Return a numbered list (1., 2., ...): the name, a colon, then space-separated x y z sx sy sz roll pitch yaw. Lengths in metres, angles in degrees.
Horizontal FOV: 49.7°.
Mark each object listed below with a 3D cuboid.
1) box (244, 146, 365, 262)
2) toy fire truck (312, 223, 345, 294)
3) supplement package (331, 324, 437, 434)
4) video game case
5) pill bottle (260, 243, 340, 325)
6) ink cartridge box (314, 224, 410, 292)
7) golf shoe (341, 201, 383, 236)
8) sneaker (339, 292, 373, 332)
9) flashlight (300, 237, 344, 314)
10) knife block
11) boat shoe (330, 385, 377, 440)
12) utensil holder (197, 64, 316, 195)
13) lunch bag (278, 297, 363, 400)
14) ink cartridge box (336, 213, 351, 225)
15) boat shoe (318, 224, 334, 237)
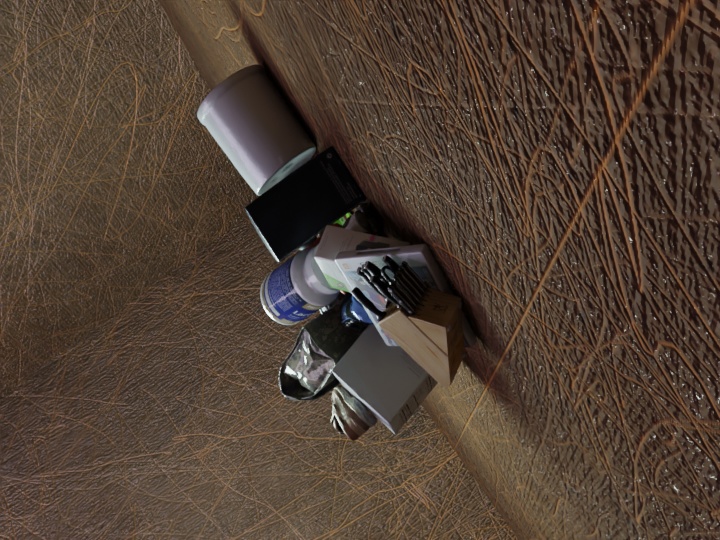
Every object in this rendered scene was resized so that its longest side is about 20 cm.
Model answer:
1. box: -0.111 -0.121 1.478 0.125 0.197 0.200 54 174 -5
2. toy fire truck: 0.000 0.000 1.585 0.199 0.114 0.167 36 174 -40
3. supplement package: 0.071 0.180 1.501 0.151 0.201 0.151 38 170 18
4. video game case: 0.072 0.046 1.243 0.179 0.023 0.202 -3 130 41
5. pill bottle: -0.105 0.024 1.508 0.117 0.115 0.199 55 141 -3
6. ink cartridge box: 0.032 -0.003 1.322 0.195 0.069 0.118 14 156 22
7. golf shoe: -0.002 -0.056 1.460 0.078 0.094 0.201 51 175 22
8. sneaker: 0.000 0.080 1.424 0.068 0.080 0.200 16 -171 -7
9. flashlight: -0.098 -0.006 1.708 0.203 0.067 0.068 63 177 9
10. knife block: 0.070 0.074 1.204 0.172 0.064 0.203 16 140 26
11. boat shoe: -0.031 0.284 1.541 0.076 0.072 0.200 43 172 -11
12. utensil holder: -0.205 -0.281 1.571 0.202 0.169 0.170 52 175 2
13. lunch bag: -0.069 0.174 1.586 0.118 0.163 0.201 44 134 13
14. ink cartridge box: -0.066 -0.113 1.783 0.201 0.075 0.149 51 173 45
15. boat shoe: -0.019 -0.021 1.734 0.200 0.073 0.063 45 159 -3
